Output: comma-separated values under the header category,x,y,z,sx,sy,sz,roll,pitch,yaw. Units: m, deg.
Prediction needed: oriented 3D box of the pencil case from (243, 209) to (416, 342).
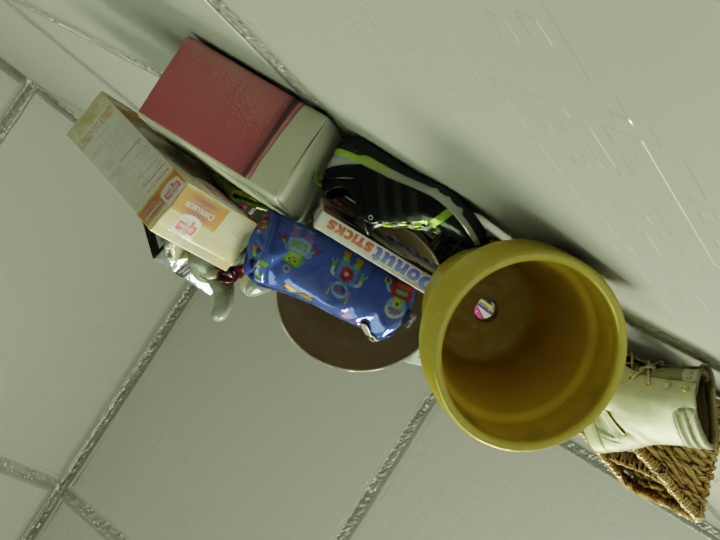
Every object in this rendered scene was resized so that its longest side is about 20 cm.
category,x,y,z,sx,sy,sz,roll,pitch,yaw
pencil case,-0.034,0.010,1.459,0.199,0.087,0.078,26,158,-12

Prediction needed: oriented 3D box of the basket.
category,x,y,z,sx,sy,sz,roll,pitch,yaw
basket,0.327,0.201,1.576,0.142,0.150,0.200,14,-179,-16

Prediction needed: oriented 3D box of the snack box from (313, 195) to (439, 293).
category,x,y,z,sx,sy,sz,roll,pitch,yaw
snack box,0.037,-0.015,1.452,0.199,0.024,0.072,31,-167,-10

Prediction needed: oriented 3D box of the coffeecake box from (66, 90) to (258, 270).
category,x,y,z,sx,sy,sz,roll,pitch,yaw
coffeecake box,-0.232,-0.105,1.554,0.200,0.073,0.153,45,-173,33

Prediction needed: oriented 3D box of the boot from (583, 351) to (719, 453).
category,x,y,z,sx,sy,sz,roll,pitch,yaw
boot,0.297,0.105,1.414,0.154,0.072,0.201,-6,110,42

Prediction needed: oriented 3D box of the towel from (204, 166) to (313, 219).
category,x,y,z,sx,sy,sz,roll,pitch,yaw
towel,-0.141,-0.138,1.631,0.143,0.023,0.200,10,-148,-37

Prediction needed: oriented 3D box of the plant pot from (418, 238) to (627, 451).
category,x,y,z,sx,sy,sz,roll,pitch,yaw
plant pot,0.147,0.058,1.343,0.200,0.201,0.189,35,-175,-16

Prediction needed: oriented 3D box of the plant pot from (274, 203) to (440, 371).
category,x,y,z,sx,sy,sz,roll,pitch,yaw
plant pot,0.000,0.000,1.577,0.200,0.201,0.135,34,-158,-15

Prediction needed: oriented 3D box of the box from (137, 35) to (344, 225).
category,x,y,z,sx,sy,sz,roll,pitch,yaw
box,-0.128,-0.155,1.478,0.199,0.109,0.128,32,176,17

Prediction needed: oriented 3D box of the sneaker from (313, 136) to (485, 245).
category,x,y,z,sx,sy,sz,roll,pitch,yaw
sneaker,0.040,-0.065,1.415,0.199,0.083,0.072,32,175,17

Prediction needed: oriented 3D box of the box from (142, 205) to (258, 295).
category,x,y,z,sx,sy,sz,roll,pitch,yaw
box,-0.188,-0.089,1.795,0.114,0.200,0.132,35,-162,-37

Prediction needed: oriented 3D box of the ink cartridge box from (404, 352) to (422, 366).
category,x,y,z,sx,sy,sz,roll,pitch,yaw
ink cartridge box,0.098,0.091,1.880,0.199,0.050,0.162,12,-162,-42

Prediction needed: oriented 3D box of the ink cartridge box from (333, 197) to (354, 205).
category,x,y,z,sx,sy,sz,roll,pitch,yaw
ink cartridge box,-0.020,-0.046,1.812,0.144,0.084,0.200,34,-176,-5

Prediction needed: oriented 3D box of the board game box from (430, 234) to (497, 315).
category,x,y,z,sx,sy,sz,roll,pitch,yaw
board game box,0.186,0.032,1.574,0.199,0.057,0.165,35,173,-19

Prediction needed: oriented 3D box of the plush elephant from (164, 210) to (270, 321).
category,x,y,z,sx,sy,sz,roll,pitch,yaw
plush elephant,-0.157,-0.010,1.669,0.164,0.154,0.201,16,-131,-56

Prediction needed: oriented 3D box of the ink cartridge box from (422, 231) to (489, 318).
category,x,y,z,sx,sy,sz,roll,pitch,yaw
ink cartridge box,0.129,0.036,1.745,0.095,0.037,0.200,42,169,51
